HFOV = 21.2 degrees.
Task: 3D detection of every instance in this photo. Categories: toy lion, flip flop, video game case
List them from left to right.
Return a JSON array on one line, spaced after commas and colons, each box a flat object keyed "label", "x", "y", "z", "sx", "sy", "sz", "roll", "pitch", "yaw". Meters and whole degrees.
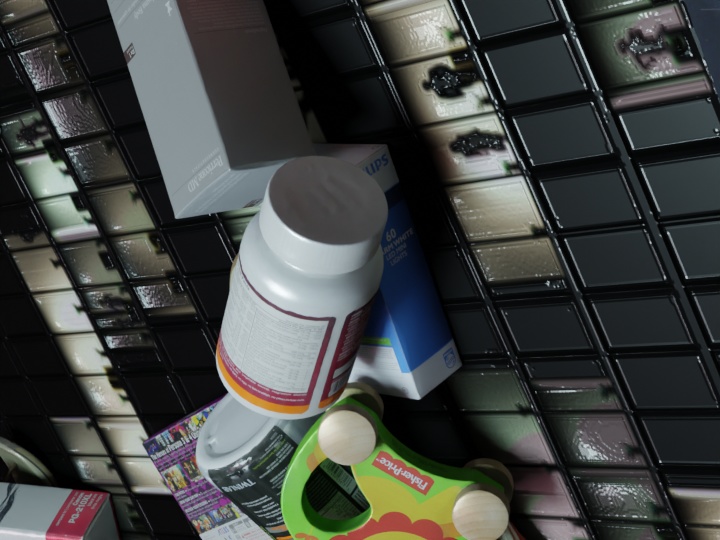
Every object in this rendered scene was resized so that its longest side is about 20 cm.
[{"label": "flip flop", "x": -0.386, "y": 0.280, "z": 2.235, "sx": 0.081, "sy": 0.058, "sz": 0.200, "roll": 20, "pitch": 132, "yaw": 40}, {"label": "video game case", "x": -0.115, "y": 0.215, "z": 1.879, "sx": 0.181, "sy": 0.036, "sz": 0.200, "roll": 56, "pitch": 145, "yaw": -2}, {"label": "toy lion", "x": 0.020, "y": 0.217, "z": 1.564, "sx": 0.200, "sy": 0.069, "sz": 0.192, "roll": 31, "pitch": 109, "yaw": -5}]

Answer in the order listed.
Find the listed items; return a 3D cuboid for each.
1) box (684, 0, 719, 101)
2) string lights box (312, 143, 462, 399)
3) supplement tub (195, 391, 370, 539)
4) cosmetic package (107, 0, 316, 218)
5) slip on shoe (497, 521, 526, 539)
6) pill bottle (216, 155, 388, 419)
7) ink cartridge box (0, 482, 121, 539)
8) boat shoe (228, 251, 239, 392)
[{"label": "box", "x": 0.274, "y": -0.142, "z": 1.011, "sx": 0.197, "sy": 0.117, "sz": 0.200, "roll": 17, "pitch": 132, "yaw": 64}, {"label": "string lights box", "x": 0.000, "y": 0.000, "z": 1.544, "sx": 0.103, "sy": 0.059, "sz": 0.200, "roll": 6, "pitch": 122, "yaw": 47}, {"label": "supplement tub", "x": -0.036, "y": 0.184, "z": 1.652, "sx": 0.200, "sy": 0.123, "sz": 0.122, "roll": 46, "pitch": 151, "yaw": -25}, {"label": "cosmetic package", "x": -0.118, "y": -0.151, "z": 1.487, "sx": 0.107, "sy": 0.090, "sz": 0.200, "roll": -38, "pitch": 65, "yaw": 53}, {"label": "slip on shoe", "x": 0.137, "y": 0.263, "z": 1.598, "sx": 0.200, "sy": 0.061, "sz": 0.074, "roll": 50, "pitch": 119, "yaw": 27}, {"label": "pill bottle", "x": -0.043, "y": 0.014, "z": 1.460, "sx": 0.110, "sy": 0.109, "sz": 0.200, "roll": 40, "pitch": 141, "yaw": 20}, {"label": "ink cartridge box", "x": -0.373, "y": 0.319, "z": 2.166, "sx": 0.199, "sy": 0.084, "sz": 0.145, "roll": 4, "pitch": 125, "yaw": 18}, {"label": "boat shoe", "x": -0.071, "y": 0.069, "z": 1.679, "sx": 0.065, "sy": 0.072, "sz": 0.200, "roll": 27, "pitch": 131, "yaw": 36}]
